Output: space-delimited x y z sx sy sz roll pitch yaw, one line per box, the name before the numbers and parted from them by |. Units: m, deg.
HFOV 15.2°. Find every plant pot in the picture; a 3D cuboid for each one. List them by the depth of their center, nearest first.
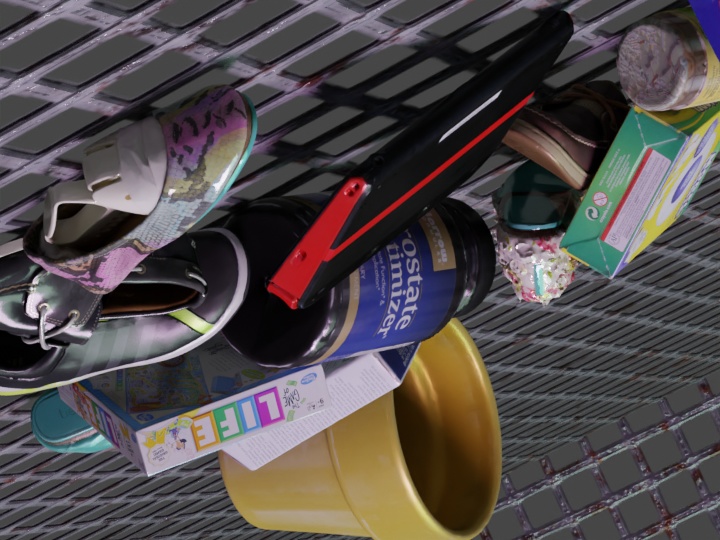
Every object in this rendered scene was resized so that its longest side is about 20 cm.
plant pot | -0.008 0.140 2.248 0.189 0.201 0.201 -12 175 28

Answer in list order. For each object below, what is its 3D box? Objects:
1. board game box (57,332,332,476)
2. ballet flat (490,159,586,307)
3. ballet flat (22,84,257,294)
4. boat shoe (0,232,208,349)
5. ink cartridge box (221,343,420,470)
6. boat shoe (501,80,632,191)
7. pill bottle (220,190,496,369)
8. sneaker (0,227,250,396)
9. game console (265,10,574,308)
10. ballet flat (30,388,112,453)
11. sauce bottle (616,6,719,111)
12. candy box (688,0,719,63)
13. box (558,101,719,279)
board game box | -0.119 0.076 1.836 0.134 0.034 0.200 -20 -161 -17
ballet flat | 0.125 -0.028 1.874 0.076 0.064 0.200 -1 -162 12
ballet flat | -0.130 -0.043 1.478 0.071 0.069 0.200 7 154 -30
boat shoe | -0.183 0.013 1.599 0.200 0.068 0.072 -15 167 -32
ink cartridge box | -0.030 0.066 1.992 0.200 0.043 0.196 -32 -165 30
boat shoe | 0.145 -0.097 1.791 0.072 0.072 0.200 -59 161 7
pill bottle | 0.000 0.000 1.789 0.112 0.112 0.200 -32 166 36
sneaker | -0.163 0.030 1.695 0.200 0.072 0.083 -25 167 4
game console | 0.034 -0.066 1.623 0.200 0.031 0.177 -39 170 -32
ballet flat | -0.147 0.084 1.994 0.200 0.067 0.070 -20 169 10
sauce bottle | 0.252 -0.147 1.756 0.200 0.065 0.065 -15 165 -44
candy box | 0.295 -0.132 1.564 0.077 0.200 0.169 -14 164 -34
box | 0.205 -0.075 1.816 0.117 0.048 0.200 -64 169 25
